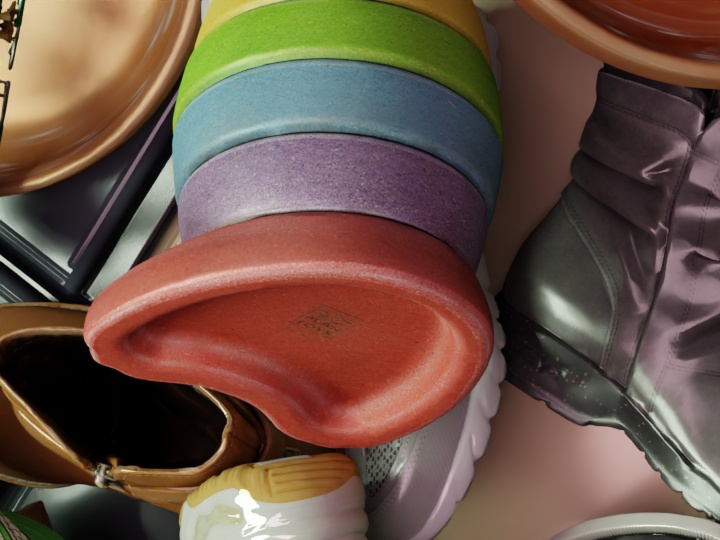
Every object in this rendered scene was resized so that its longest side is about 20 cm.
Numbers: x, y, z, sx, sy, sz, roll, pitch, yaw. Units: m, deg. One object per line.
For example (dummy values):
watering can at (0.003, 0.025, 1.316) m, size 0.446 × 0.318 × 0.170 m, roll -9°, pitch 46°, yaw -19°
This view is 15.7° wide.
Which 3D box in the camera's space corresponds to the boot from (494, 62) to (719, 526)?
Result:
boot at (0.143, 0.016, 0.896) m, size 0.200 × 0.070 × 0.132 m, roll 31°, pitch 105°, yaw 14°

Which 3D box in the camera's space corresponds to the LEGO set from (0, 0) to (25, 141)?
LEGO set at (-0.189, -0.079, 0.927) m, size 0.115 × 0.154 × 0.201 m, roll 12°, pitch 106°, yaw 1°

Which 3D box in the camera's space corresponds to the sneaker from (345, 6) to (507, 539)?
sneaker at (0.000, 0.000, 0.922) m, size 0.075 × 0.082 × 0.201 m, roll -24°, pitch 63°, yaw 61°

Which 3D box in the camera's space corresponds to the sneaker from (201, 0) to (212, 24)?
sneaker at (-0.027, -0.162, 0.934) m, size 0.075 × 0.088 × 0.201 m, roll 4°, pitch 96°, yaw 21°

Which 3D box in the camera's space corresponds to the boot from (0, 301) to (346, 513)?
boot at (-0.107, 0.049, 0.940) m, size 0.199 × 0.155 × 0.077 m, roll 19°, pitch 87°, yaw 17°

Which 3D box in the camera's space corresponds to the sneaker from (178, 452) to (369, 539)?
sneaker at (-0.037, 0.134, 0.910) m, size 0.075 × 0.200 × 0.088 m, roll -9°, pitch 70°, yaw -12°

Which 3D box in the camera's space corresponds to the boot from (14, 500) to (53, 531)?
boot at (-0.157, 0.205, 0.952) m, size 0.068 × 0.188 × 0.201 m, roll -15°, pitch 98°, yaw 59°

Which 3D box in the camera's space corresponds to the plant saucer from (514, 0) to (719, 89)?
plant saucer at (0.113, -0.157, 0.866) m, size 0.199 × 0.032 × 0.201 m, roll 3°, pitch 79°, yaw -14°

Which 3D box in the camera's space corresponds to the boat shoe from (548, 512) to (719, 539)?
boat shoe at (0.055, 0.143, 0.915) m, size 0.200 × 0.060 × 0.074 m, roll -23°, pitch 112°, yaw 35°

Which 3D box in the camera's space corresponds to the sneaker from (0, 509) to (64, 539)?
sneaker at (-0.154, 0.106, 0.910) m, size 0.078 × 0.085 × 0.200 m, roll -44°, pitch 93°, yaw 2°

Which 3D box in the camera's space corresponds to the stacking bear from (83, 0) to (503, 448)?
stacking bear at (-0.009, -0.063, 0.842) m, size 0.114 × 0.121 × 0.201 m, roll -28°, pitch 49°, yaw 43°

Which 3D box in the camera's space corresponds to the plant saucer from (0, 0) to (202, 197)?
plant saucer at (-0.144, -0.129, 1.007) m, size 0.199 × 0.037 × 0.201 m, roll 1°, pitch 94°, yaw 20°
